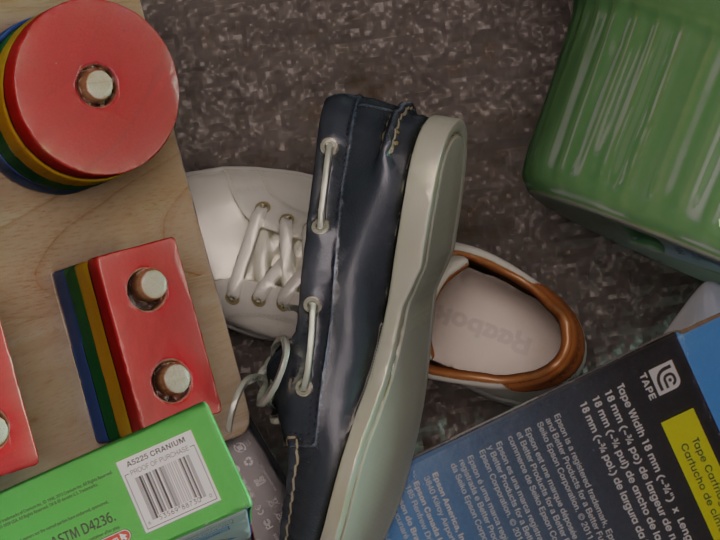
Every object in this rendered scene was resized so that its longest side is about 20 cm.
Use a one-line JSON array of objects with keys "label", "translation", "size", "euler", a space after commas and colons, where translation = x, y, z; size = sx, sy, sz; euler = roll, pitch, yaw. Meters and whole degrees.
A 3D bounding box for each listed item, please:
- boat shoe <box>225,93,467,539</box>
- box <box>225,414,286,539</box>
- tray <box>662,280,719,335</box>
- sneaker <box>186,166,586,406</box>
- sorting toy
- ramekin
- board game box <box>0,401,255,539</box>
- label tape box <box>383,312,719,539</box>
[{"label": "boat shoe", "translation": [-0.009, 0.032, 1.149], "size": [0.062, 0.075, 0.201], "euler": [14, 103, 15]}, {"label": "box", "translation": [-0.091, 0.136, 1.212], "size": [0.157, 0.051, 0.200], "euler": [-31, 84, -7]}, {"label": "tray", "translation": [0.192, 0.103, 1.216], "size": [0.200, 0.022, 0.108], "euler": [37, 116, 3]}, {"label": "sneaker", "translation": [0.000, 0.000, 1.219], "size": [0.199, 0.085, 0.073], "euler": [16, 83, 1]}, {"label": "sorting toy", "translation": [-0.145, -0.011, 1.121], "size": [0.199, 0.070, 0.200], "euler": [-15, 90, -28]}, {"label": "ramekin", "translation": [0.161, -0.043, 1.178], "size": [0.199, 0.200, 0.098], "euler": [23, 89, 1]}, {"label": "board game box", "translation": [-0.115, 0.107, 1.088], "size": [0.152, 0.200, 0.040], "euler": [-24, 83, -6]}, {"label": "label tape box", "translation": [0.114, 0.109, 1.173], "size": [0.199, 0.063, 0.145], "euler": [-27, 83, 25]}]
